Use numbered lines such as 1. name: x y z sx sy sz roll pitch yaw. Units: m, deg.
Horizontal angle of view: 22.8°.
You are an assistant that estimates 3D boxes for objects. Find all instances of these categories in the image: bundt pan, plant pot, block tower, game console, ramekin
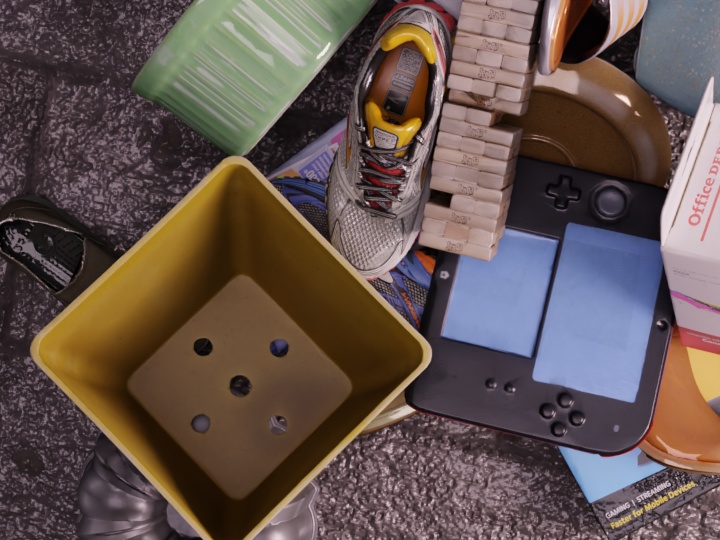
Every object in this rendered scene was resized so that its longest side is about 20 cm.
1. bundt pan: -0.134 0.193 1.409 0.201 0.076 0.203 0 95 5
2. plant pot: 0.307 -0.180 1.292 0.199 0.196 0.197 10 95 16
3. plant pot: 0.129 -0.082 1.327 0.199 0.028 0.201 9 136 8
4. block tower: 0.087 -0.113 1.245 0.058 0.054 0.201 14 102 11
5. game console: 0.137 0.023 1.283 0.176 0.031 0.201 14 79 2
6. plant pot: -0.089 0.072 1.289 0.200 0.176 0.200 -44 82 -9
7. ramekin: -0.069 -0.179 1.321 0.098 0.200 0.200 40 96 -6

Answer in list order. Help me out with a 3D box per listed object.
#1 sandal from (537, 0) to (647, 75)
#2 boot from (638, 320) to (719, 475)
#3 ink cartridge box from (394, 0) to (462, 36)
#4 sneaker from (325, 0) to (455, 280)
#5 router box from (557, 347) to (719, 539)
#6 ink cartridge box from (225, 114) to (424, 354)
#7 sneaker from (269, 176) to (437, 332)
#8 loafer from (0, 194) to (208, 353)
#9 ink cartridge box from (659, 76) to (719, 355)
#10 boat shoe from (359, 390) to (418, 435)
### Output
1. sandal: 0.178 -0.208 1.260 0.059 0.207 0.079 17 133 15
2. boot: 0.224 0.065 1.325 0.199 0.077 0.156 12 87 13
3. ink cartridge box: 0.092 -0.260 1.314 0.200 0.043 0.199 35 63 -22
4. sneaker: 0.014 -0.089 1.254 0.077 0.082 0.201 12 107 7
5. router box: 0.244 0.096 1.378 0.199 0.051 0.150 -30 88 6
6. ink cartridge box: -0.043 -0.022 1.405 0.200 0.042 0.120 -36 90 8
7. sneaker: 0.000 0.000 1.332 0.200 0.075 0.079 36 82 13
8. loafer: -0.209 0.011 1.404 0.199 0.070 0.075 28 101 4
9. ink cartridge box: 0.256 -0.031 1.213 0.067 0.200 0.117 14 69 22
10. boat shoe: 0.070 0.057 1.387 0.200 0.074 0.067 -31 87 -4
